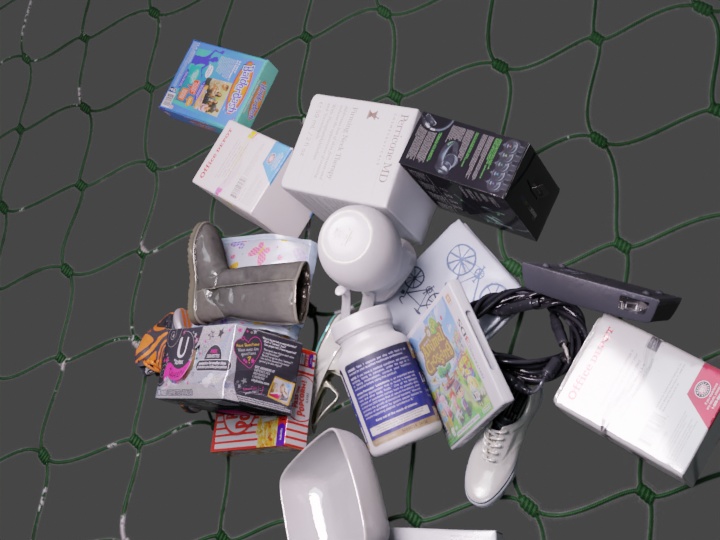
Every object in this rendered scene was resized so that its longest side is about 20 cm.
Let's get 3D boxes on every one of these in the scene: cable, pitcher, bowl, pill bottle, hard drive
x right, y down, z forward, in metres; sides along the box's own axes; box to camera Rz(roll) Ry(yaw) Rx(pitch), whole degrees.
[{"bbox_3d":[0.222,0.083,1.459,0.163,0.051,0.199,-42,49,-20],"label":"cable"},{"bbox_3d":[0.000,0.000,1.543,0.120,0.200,0.174,22,83,23],"label":"pitcher"},{"bbox_3d":[-0.031,0.350,1.489,0.200,0.074,0.202,-48,46,42],"label":"bowl"},{"bbox_3d":[0.034,0.161,1.509,0.115,0.116,0.203,-25,79,17],"label":"pill bottle"},{"bbox_3d":[0.332,0.029,1.428,0.198,0.134,0.043,17,98,31],"label":"hard drive"}]

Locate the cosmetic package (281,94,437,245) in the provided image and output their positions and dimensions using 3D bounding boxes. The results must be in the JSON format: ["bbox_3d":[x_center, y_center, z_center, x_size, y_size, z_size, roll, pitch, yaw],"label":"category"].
[{"bbox_3d":[0.014,-0.161,1.645,0.198,0.166,0.170,13,77,30],"label":"cosmetic package"}]

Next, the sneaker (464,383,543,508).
[{"bbox_3d":[0.194,0.234,1.452,0.072,0.071,0.202,17,79,31],"label":"sneaker"}]

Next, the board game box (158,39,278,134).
[{"bbox_3d":[-0.268,-0.341,1.935,0.198,0.045,0.154,22,81,33],"label":"board game box"}]

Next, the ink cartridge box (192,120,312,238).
[{"bbox_3d":[-0.177,-0.155,1.757,0.199,0.125,0.130,30,85,41],"label":"ink cartridge box"}]

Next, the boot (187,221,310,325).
[{"bbox_3d":[-0.172,0.002,1.594,0.197,0.072,0.185,-9,78,31],"label":"boot"}]

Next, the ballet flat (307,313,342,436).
[{"bbox_3d":[-0.052,0.169,1.616,0.069,0.069,0.202,27,92,33],"label":"ballet flat"}]

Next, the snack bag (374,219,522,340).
[{"bbox_3d":[0.137,0.048,1.585,0.200,0.021,0.189,-43,57,6],"label":"snack bag"}]

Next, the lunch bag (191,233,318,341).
[{"bbox_3d":[-0.159,0.039,1.685,0.198,0.127,0.172,-6,66,36],"label":"lunch bag"}]

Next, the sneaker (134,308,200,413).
[{"bbox_3d":[-0.322,0.171,1.754,0.111,0.077,0.202,-31,49,18],"label":"sneaker"}]

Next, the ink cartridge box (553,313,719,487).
[{"bbox_3d":[0.382,0.170,1.371,0.199,0.083,0.146,29,85,34],"label":"ink cartridge box"}]

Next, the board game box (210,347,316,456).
[{"bbox_3d":[-0.154,0.210,1.619,0.199,0.046,0.154,-16,61,47],"label":"board game box"}]

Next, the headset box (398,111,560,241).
[{"bbox_3d":[0.186,-0.138,1.540,0.198,0.174,0.094,22,82,33],"label":"headset box"}]

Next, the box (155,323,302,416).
[{"bbox_3d":[-0.202,0.151,1.558,0.199,0.131,0.117,-9,67,50],"label":"box"}]

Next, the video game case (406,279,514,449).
[{"bbox_3d":[0.133,0.137,1.450,0.022,0.200,0.184,-14,68,-23],"label":"video game case"}]

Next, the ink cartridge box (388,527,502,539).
[{"bbox_3d":[0.099,0.463,1.431,0.197,0.041,0.203,-6,68,26],"label":"ink cartridge box"}]
